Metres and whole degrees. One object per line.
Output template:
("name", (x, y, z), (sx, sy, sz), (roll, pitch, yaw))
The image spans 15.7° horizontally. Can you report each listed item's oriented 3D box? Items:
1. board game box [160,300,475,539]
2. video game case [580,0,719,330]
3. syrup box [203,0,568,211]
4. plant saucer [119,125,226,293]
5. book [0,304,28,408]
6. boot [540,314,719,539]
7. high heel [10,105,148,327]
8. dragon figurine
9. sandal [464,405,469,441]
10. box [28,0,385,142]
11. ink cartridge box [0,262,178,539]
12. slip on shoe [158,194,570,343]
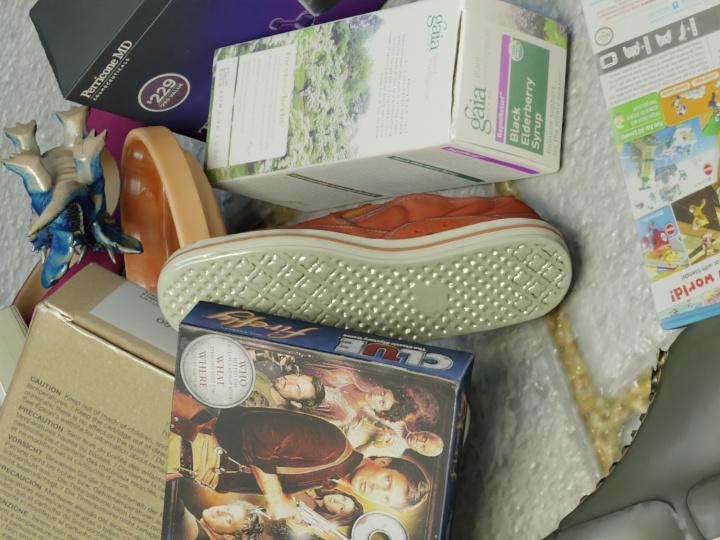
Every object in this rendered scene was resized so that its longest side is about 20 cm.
("board game box", (-0.025, 0.123, 1.232), (0.135, 0.035, 0.200), (10, 112, 12))
("video game case", (0.171, -0.085, 1.184), (0.143, 0.018, 0.200), (-19, 82, 43))
("syrup box", (0.011, -0.085, 1.362), (0.200, 0.081, 0.079), (-7, 74, 47))
("plant saucer", (-0.094, 0.020, 1.418), (0.200, 0.032, 0.200), (170, 90, -77))
("book", (-0.199, 0.136, 1.480), (0.134, 0.048, 0.200), (-30, 85, 44))
("boot", (0.125, 0.096, 1.187), (0.200, 0.077, 0.138), (-14, 61, 31))
("high heel", (-0.170, -0.031, 1.537), (0.067, 0.096, 0.200), (-30, 56, 39))
("dragon figurine", (-0.154, -0.027, 1.418), (0.200, 0.059, 0.099), (-128, 20, -68))
("sandal", (-0.022, 0.068, 1.369), (0.203, 0.050, 0.083), (18, 91, 51))
("box", (-0.064, -0.169, 1.432), (0.200, 0.141, 0.079), (-48, 46, 27))
("ink cartridge box", (-0.087, 0.115, 1.307), (0.200, 0.075, 0.165), (27, 113, 7))
("slip on shoe", (0.000, 0.000, 1.269), (0.061, 0.200, 0.074), (-115, 20, -56))
